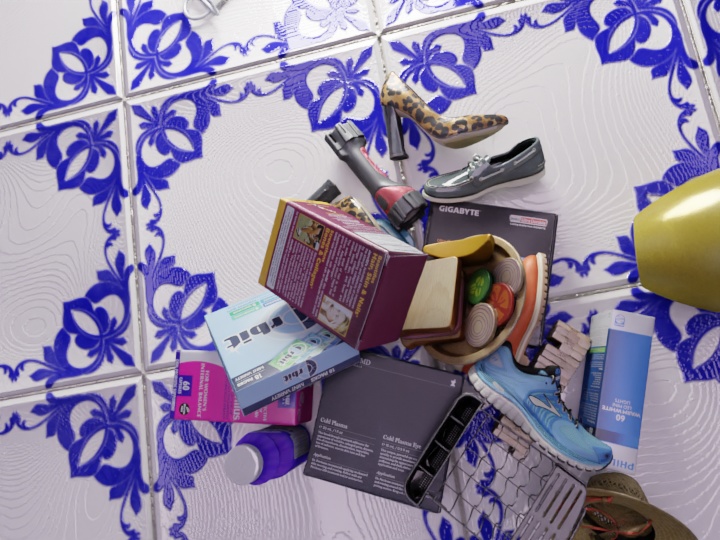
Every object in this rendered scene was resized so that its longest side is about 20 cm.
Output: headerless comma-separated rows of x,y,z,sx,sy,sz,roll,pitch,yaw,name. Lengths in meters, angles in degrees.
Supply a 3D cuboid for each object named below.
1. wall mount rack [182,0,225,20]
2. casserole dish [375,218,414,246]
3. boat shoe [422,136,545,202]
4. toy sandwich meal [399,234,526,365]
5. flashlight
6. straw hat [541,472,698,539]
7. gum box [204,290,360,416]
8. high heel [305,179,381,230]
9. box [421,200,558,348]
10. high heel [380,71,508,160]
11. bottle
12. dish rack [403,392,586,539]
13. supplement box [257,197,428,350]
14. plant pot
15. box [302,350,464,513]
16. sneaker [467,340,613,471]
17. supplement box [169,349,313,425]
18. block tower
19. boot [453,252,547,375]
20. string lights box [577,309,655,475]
-0.280,-0.571,0.992,0.200,0.075,0.174,-45,76,-1,wall mount rack
0.000,0.000,0.865,0.199,0.039,0.122,-38,76,2,casserole dish
0.188,-0.157,0.834,0.196,0.063,0.073,-13,35,0,boat shoe
0.127,0.031,0.734,0.204,0.070,0.209,-29,48,37,toy sandwich meal
0.027,-0.158,0.878,0.068,0.068,0.201,-39,72,10,flashlight
0.345,0.322,0.724,0.198,0.204,0.085,21,41,13,straw hat
-0.117,0.095,0.766,0.167,0.045,0.200,-21,32,-18,gum box
-0.054,-0.054,0.837,0.142,0.072,0.200,-43,41,-4,high heel
0.188,0.001,0.830,0.196,0.050,0.203,10,83,10,box
0.128,-0.267,0.863,0.196,0.071,0.146,-9,85,17,high heel
-0.130,0.256,0.759,0.082,0.200,0.067,-4,79,10,bottle
0.171,0.270,0.671,0.198,0.055,0.155,34,88,19,dish rack
-0.028,-0.003,0.731,0.198,0.102,0.133,30,109,33,supplement box
0.455,-0.034,0.735,0.140,0.199,0.205,-7,78,33,plant pot
0.039,0.220,0.787,0.196,0.104,0.186,12,83,11,box
0.234,0.166,0.678,0.199,0.078,0.091,38,96,11,sneaker
-0.177,0.178,0.832,0.196,0.103,0.103,0,79,8,supplement box
0.259,0.171,0.784,0.057,0.054,0.202,30,86,14,block tower
0.198,0.064,0.758,0.105,0.075,0.204,18,89,15,boot
0.345,0.163,0.746,0.058,0.103,0.204,10,82,10,string lights box
